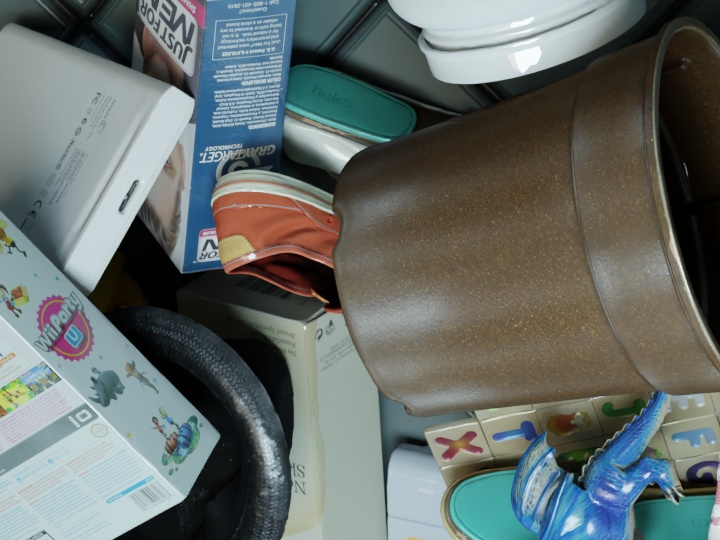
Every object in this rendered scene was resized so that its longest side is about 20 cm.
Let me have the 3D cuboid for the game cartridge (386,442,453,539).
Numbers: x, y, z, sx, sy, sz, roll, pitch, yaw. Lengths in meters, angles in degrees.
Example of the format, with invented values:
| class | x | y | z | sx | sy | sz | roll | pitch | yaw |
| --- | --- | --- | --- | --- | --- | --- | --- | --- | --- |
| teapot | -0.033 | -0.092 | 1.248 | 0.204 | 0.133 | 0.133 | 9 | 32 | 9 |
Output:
| class | x | y | z | sx | sy | sz | roll | pitch | yaw |
| --- | --- | --- | --- | --- | --- | --- | --- | --- | --- |
| game cartridge | 0.083 | 0.208 | 1.758 | 0.133 | 0.042 | 0.200 | 12 | 120 | 25 |

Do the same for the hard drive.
| class | x | y | z | sx | sy | sz | roll | pitch | yaw |
| --- | --- | --- | --- | --- | --- | --- | --- | --- | --- |
| hard drive | -0.186 | -0.067 | 1.640 | 0.026 | 0.132 | 0.200 | 32 | 175 | -37 |

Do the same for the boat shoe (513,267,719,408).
| class | x | y | z | sx | sy | sz | roll | pitch | yaw |
| --- | --- | --- | --- | --- | --- | --- | --- | --- | --- |
| boat shoe | 0.160 | 0.019 | 1.595 | 0.200 | 0.070 | 0.071 | -18 | 133 | 17 |

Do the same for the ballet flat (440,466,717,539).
| class | x | y | z | sx | sy | sz | roll | pitch | yaw |
| --- | --- | --- | --- | --- | --- | --- | --- | --- | --- |
| ballet flat | 0.143 | 0.156 | 1.633 | 0.200 | 0.069 | 0.063 | 6 | 160 | -3 |

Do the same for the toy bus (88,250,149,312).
| class | x | y | z | sx | sy | sz | roll | pitch | yaw |
| --- | --- | --- | --- | --- | --- | --- | --- | --- | --- |
| toy bus | -0.169 | 0.107 | 1.778 | 0.192 | 0.136 | 0.200 | 36 | 124 | -12 |

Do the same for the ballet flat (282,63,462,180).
| class | x | y | z | sx | sy | sz | roll | pitch | yaw |
| --- | --- | --- | --- | --- | --- | --- | --- | --- | --- |
| ballet flat | 0.037 | -0.061 | 1.626 | 0.200 | 0.069 | 0.070 | 23 | 124 | 18 |

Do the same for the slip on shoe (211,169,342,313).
| class | x | y | z | sx | sy | sz | roll | pitch | yaw |
| --- | --- | --- | --- | --- | --- | --- | --- | --- | --- |
| slip on shoe | 0.000 | 0.000 | 1.624 | 0.200 | 0.061 | 0.074 | 19 | 154 | -29 |

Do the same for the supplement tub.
| class | x | y | z | sx | sy | sz | roll | pitch | yaw |
| --- | --- | --- | --- | --- | --- | --- | --- | --- | --- |
| supplement tub | 0.065 | -0.214 | 1.473 | 0.144 | 0.145 | 0.200 | -8 | 112 | 29 |

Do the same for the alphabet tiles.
| class | x | y | z | sx | sy | sz | roll | pitch | yaw |
| --- | --- | --- | --- | --- | --- | --- | --- | --- | --- |
| alphabet tiles | 0.146 | 0.105 | 1.627 | 0.200 | 0.006 | 0.167 | -12 | 134 | 12 |

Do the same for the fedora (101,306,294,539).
| class | x | y | z | sx | sy | sz | roll | pitch | yaw |
| --- | --- | --- | --- | --- | --- | --- | --- | --- | --- |
| fedora | -0.100 | 0.100 | 1.656 | 0.200 | 0.092 | 0.201 | 14 | 116 | 30 |

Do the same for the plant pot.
| class | x | y | z | sx | sy | sz | roll | pitch | yaw |
| --- | --- | --- | --- | --- | --- | --- | --- | --- | --- |
| plant pot | 0.104 | -0.014 | 1.476 | 0.198 | 0.200 | 0.201 | -13 | 110 | 25 |

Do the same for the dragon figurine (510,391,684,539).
| class | x | y | z | sx | sy | sz | roll | pitch | yaw |
| --- | --- | --- | --- | --- | --- | --- | --- | --- | --- |
| dragon figurine | 0.121 | 0.128 | 1.552 | 0.099 | 0.059 | 0.200 | 4 | 111 | -15 |

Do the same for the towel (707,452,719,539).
| class | x | y | z | sx | sy | sz | roll | pitch | yaw |
| --- | --- | --- | --- | --- | --- | --- | --- | --- | --- |
| towel | 0.274 | 0.095 | 1.569 | 0.146 | 0.030 | 0.200 | 3 | 111 | -4 |

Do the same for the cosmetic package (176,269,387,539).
| class | x | y | z | sx | sy | sz | roll | pitch | yaw |
| --- | --- | --- | --- | --- | --- | --- | --- | --- | --- |
| cosmetic package | -0.047 | 0.098 | 1.727 | 0.103 | 0.073 | 0.200 | 13 | 119 | 34 |

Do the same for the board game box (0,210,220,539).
| class | x | y | z | sx | sy | sz | roll | pitch | yaw |
| --- | --- | --- | --- | --- | --- | --- | --- | --- | --- |
| board game box | -0.200 | 0.067 | 1.571 | 0.147 | 0.064 | 0.200 | -30 | 112 | 39 |

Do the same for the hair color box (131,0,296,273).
| class | x | y | z | sx | sy | sz | roll | pitch | yaw |
| --- | --- | --- | --- | --- | --- | --- | --- | --- | --- |
| hair color box | -0.089 | -0.110 | 1.628 | 0.100 | 0.060 | 0.200 | -130 | 39 | -49 |
